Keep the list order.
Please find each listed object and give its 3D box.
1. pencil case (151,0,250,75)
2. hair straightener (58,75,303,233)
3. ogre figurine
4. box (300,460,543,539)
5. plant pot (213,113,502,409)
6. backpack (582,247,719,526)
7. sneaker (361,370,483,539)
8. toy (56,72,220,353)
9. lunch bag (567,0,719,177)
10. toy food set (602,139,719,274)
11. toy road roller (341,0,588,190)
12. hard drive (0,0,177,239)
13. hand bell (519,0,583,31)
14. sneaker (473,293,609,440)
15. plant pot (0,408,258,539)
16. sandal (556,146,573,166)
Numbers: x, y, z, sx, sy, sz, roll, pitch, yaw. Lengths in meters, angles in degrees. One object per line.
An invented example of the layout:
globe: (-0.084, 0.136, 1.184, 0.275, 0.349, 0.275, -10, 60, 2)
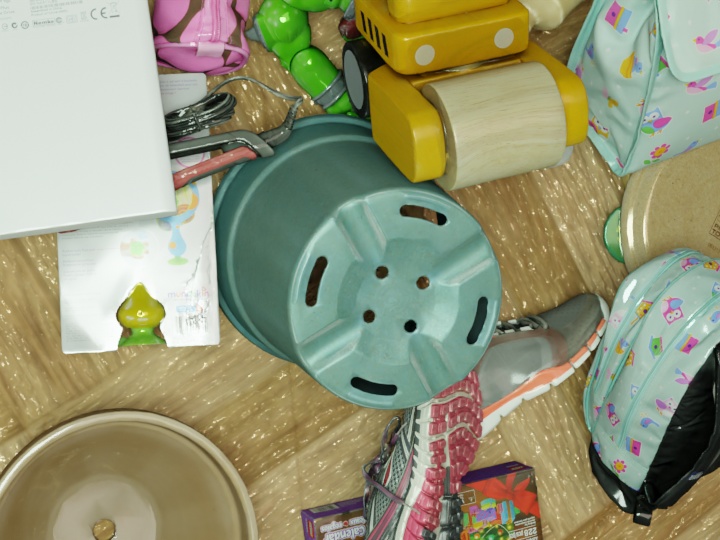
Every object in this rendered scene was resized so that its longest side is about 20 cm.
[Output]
pencil case: (-0.105, -0.248, 0.923, 0.090, 0.093, 0.202, 8, 90, -34)
hair straightener: (-0.136, -0.096, 0.890, 0.198, 0.041, 0.078, -22, 85, -4)
ogre figurine: (-0.005, -0.218, 0.955, 0.119, 0.099, 0.201, 26, 127, -13)
box: (0.058, 0.246, 1.022, 0.198, 0.039, 0.138, -10, 95, -20)
plant pot: (0.000, 0.000, 0.895, 0.198, 0.196, 0.203, -4, 104, -15)
backpack: (0.261, 0.085, 1.012, 0.166, 0.126, 0.201, -30, 143, -34)
sneaker: (0.039, 0.147, 0.955, 0.080, 0.074, 0.202, 25, 74, -54)
toy: (-0.167, -0.041, 0.926, 0.114, 0.047, 0.202, -3, 82, -10)
lunch bag: (0.269, -0.194, 0.999, 0.169, 0.201, 0.122, -20, 56, -20)
toy food set: (0.306, -0.037, 1.102, 0.198, 0.049, 0.200, 13, 87, -20)
toy road roller: (0.061, -0.159, 0.839, 0.122, 0.200, 0.147, -14, 124, -13)
hard drive: (-0.205, -0.129, 0.857, 0.130, 0.025, 0.202, -8, 84, -8)
hand bell: (0.120, -0.184, 0.986, 0.104, 0.104, 0.201, 39, 70, -16)
sneaker: (0.118, 0.066, 1.024, 0.199, 0.077, 0.082, -36, 96, -16)
plant pot: (-0.180, 0.197, 0.906, 0.199, 0.093, 0.203, -1, 92, -20)
sandal: (0.094, -0.126, 1.021, 0.201, 0.050, 0.083, 7, 73, -38)
